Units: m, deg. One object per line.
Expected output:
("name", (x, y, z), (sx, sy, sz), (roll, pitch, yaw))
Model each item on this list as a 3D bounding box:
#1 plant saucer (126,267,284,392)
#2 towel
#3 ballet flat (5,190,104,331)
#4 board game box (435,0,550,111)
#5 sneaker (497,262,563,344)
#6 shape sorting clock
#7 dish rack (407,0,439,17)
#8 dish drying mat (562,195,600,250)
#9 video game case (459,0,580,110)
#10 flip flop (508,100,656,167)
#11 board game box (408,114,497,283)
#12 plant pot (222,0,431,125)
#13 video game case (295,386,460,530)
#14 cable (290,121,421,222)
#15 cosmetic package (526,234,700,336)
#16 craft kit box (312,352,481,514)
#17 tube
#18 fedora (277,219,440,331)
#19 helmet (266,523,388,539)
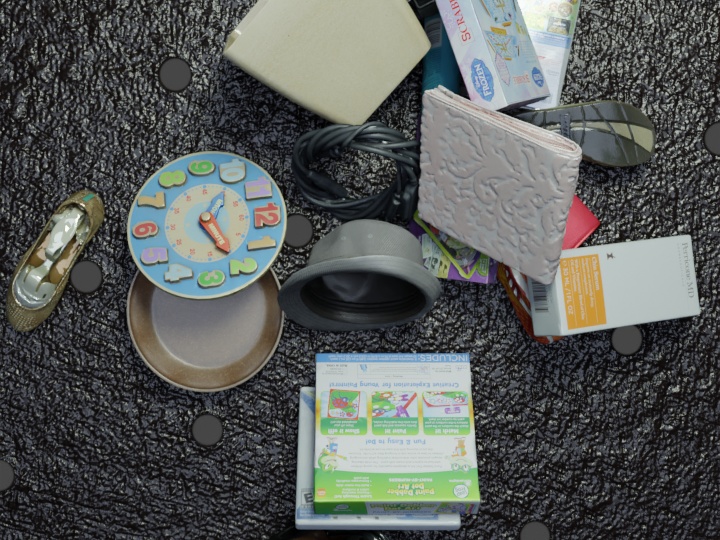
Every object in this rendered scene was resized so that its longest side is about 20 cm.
("plant saucer", (-0.194, 0.051, 1.389), (0.198, 0.037, 0.203), (0, 93, -1))
("towel", (0.150, -0.095, 1.231), (0.190, 0.201, 0.032), (29, 54, 23))
("ballet flat", (-0.390, -0.013, 1.370), (0.070, 0.065, 0.201), (29, 93, -2))
("board game box", (0.148, -0.285, 1.276), (0.041, 0.200, 0.202), (-19, 93, 26))
("sneaker", (0.210, -0.008, 1.381), (0.077, 0.073, 0.202), (-29, 97, -20))
("shape sorting clock", (-0.189, -0.059, 1.349), (0.197, 0.039, 0.202), (1, 65, -2))
("dish rack", (0.038, -0.399, 1.276), (0.054, 0.154, 0.200), (-28, 134, 14))
("dish drying mat", (0.210, -0.106, 1.392), (0.077, 0.018, 0.200), (-45, 91, 0))
("video game case", (0.198, -0.308, 1.381), (0.142, 0.018, 0.202), (12, 93, 0))
("flip flop", (0.267, -0.168, 1.370), (0.197, 0.058, 0.082), (-2, 96, 5))
("board game box", (0.119, -0.090, 1.358), (0.119, 0.032, 0.203), (8, 94, 38))
("plant pot", (-0.028, -0.282, 1.295), (0.177, 0.200, 0.200), (40, 101, -15))
("video game case", (0.021, 0.229, 1.355), (0.197, 0.022, 0.184), (0, 56, 0))
("cable", (-0.005, -0.124, 1.313), (0.161, 0.200, 0.051), (15, 65, 7))
("cosmetic package", (0.307, 0.018, 1.338), (0.198, 0.071, 0.103), (-8, 90, -21))
("craft kit box", (0.042, 0.196, 1.339), (0.197, 0.049, 0.199), (1, 54, -1))
("tube", (0.097, -0.218, 1.334), (0.050, 0.077, 0.202), (9, 74, -15))
("fedora", (0.000, 0.000, 1.344), (0.198, 0.177, 0.091), (-11, 58, 25))
("helmet", (-0.033, 0.417, 1.330), (0.198, 0.200, 0.193), (-13, 111, 0))
